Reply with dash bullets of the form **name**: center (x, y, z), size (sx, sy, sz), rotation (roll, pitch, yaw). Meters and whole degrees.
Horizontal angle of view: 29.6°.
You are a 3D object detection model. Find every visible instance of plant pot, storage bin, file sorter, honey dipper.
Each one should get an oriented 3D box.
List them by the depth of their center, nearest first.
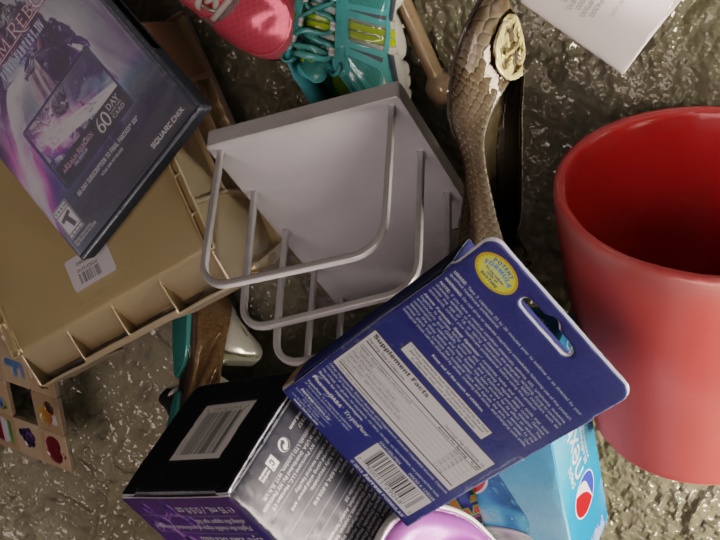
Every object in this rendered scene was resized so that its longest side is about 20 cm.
- **plant pot**: center (0.216, 0.021, 0.855), size (0.198, 0.201, 0.179), rotation (6, 125, 16)
- **file sorter**: center (0.000, 0.000, 0.898), size (0.137, 0.126, 0.200), rotation (-12, 142, 22)
- **honey dipper**: center (0.019, -0.202, 0.905), size (0.038, 0.038, 0.202), rotation (-19, 110, 25)
- **storage bin**: center (-0.181, -0.049, 0.976), size (0.199, 0.093, 0.201), rotation (-26, 87, 26)

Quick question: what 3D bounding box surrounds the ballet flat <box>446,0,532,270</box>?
- **ballet flat**: center (0.082, -0.066, 0.806), size (0.046, 0.067, 0.202), rotation (22, 129, 30)

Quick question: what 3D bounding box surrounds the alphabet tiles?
- **alphabet tiles**: center (-0.304, 0.055, 1.111), size (0.166, 0.008, 0.203), rotation (13, 119, 37)

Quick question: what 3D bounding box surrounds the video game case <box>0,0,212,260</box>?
- **video game case**: center (-0.204, -0.129, 0.913), size (0.200, 0.019, 0.143), rotation (49, 115, 11)

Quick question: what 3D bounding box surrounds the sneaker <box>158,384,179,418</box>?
- **sneaker**: center (-0.123, 0.182, 1.106), size (0.079, 0.071, 0.203), rotation (5, 107, 17)

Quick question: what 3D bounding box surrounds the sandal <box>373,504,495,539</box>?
- **sandal**: center (0.088, 0.218, 0.904), size (0.202, 0.083, 0.050), rotation (41, 154, -29)

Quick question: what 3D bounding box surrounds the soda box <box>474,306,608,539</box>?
- **soda box**: center (0.112, 0.117, 0.894), size (0.067, 0.064, 0.202), rotation (10, 135, 29)

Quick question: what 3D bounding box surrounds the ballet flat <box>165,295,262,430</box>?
- **ballet flat**: center (-0.111, 0.085, 1.027), size (0.071, 0.203, 0.068), rotation (9, 158, -16)

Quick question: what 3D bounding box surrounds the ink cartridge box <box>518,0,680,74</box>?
- **ink cartridge box**: center (0.106, -0.219, 0.800), size (0.199, 0.147, 0.083), rotation (35, 120, 2)

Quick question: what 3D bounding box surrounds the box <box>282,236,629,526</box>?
- **box**: center (0.055, 0.064, 0.802), size (0.121, 0.032, 0.200), rotation (48, 131, -6)

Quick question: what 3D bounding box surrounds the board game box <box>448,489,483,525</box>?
- **board game box**: center (0.057, 0.147, 1.034), size (0.198, 0.057, 0.167), rotation (-25, 103, 26)

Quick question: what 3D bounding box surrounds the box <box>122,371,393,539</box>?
- **box**: center (-0.038, 0.176, 0.937), size (0.200, 0.105, 0.147), rotation (47, 147, -20)

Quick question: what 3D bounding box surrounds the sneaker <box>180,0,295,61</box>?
- **sneaker**: center (-0.122, -0.209, 0.917), size (0.200, 0.087, 0.074), rotation (43, 120, -4)

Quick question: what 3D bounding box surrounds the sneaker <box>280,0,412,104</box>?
- **sneaker**: center (-0.014, -0.159, 0.880), size (0.077, 0.080, 0.202), rotation (12, 130, 35)
